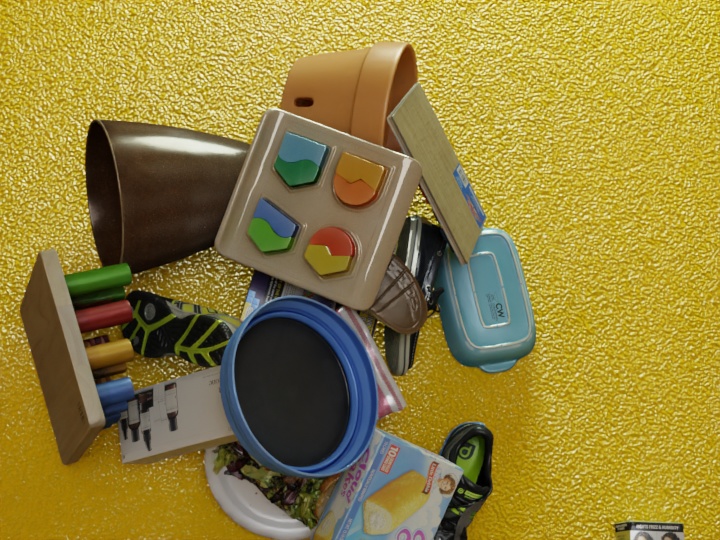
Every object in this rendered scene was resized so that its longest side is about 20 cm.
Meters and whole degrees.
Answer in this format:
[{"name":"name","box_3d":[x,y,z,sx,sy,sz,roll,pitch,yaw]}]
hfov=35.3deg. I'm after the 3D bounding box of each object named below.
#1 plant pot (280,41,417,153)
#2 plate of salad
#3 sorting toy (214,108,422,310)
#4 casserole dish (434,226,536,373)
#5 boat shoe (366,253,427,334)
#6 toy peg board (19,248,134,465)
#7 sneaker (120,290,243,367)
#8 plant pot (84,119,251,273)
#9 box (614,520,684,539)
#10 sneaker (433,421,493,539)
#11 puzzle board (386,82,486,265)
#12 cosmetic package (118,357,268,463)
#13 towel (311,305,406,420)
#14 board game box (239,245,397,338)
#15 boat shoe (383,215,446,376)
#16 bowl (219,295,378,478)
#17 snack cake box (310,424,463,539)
[{"name":"plant pot","box_3d":[-0.016,-0.190,1.414,0.139,0.200,0.201,8,72,13]},{"name":"plate of salad","box_3d":[-0.081,0.222,1.309,0.199,0.048,0.201,-1,101,-3]},{"name":"sorting toy","box_3d":[-0.050,-0.072,1.304,0.199,0.036,0.186,21,91,8]},{"name":"casserole dish","box_3d":[0.159,0.029,1.442,0.121,0.039,0.201,-9,76,-10]},{"name":"boat shoe","box_3d":[0.000,0.000,1.356,0.071,0.065,0.200,-42,84,-18]},{"name":"toy peg board","box_3d":[-0.303,0.094,1.284,0.098,0.200,0.200,-13,75,-27]},{"name":"sneaker","box_3d":[-0.205,0.074,1.337,0.200,0.076,0.076,18,96,36]},{"name":"plant pot","box_3d":[-0.213,-0.094,1.368,0.199,0.187,0.188,-7,74,-25]},{"name":"box","box_3d":[0.348,0.403,1.351,0.075,0.050,0.201,5,74,-8]},{"name":"sneaker","box_3d":[0.109,0.271,1.339,0.071,0.083,0.200,22,73,-5]},{"name":"puzzle board","box_3d":[0.095,-0.120,1.391,0.017,0.151,0.200,-21,107,24]},{"name":"cosmetic package","box_3d":[-0.189,0.162,1.287,0.199,0.051,0.083,-19,74,29]},{"name":"towel","box_3d":[-0.062,0.146,1.332,0.200,0.030,0.147,-29,99,3]},{"name":"board game box","box_3d":[-0.058,0.040,1.399,0.165,0.057,0.201,17,72,-5]},{"name":"boat shoe","box_3d":[0.071,0.033,1.405,0.062,0.075,0.201,12,80,-16]},{"name":"bowl","box_3d":[-0.067,0.129,1.240,0.200,0.039,0.201,18,61,-36]},{"name":"snack cake box","box_3d":[0.020,0.291,1.290,0.115,0.067,0.201,26,86,-20]}]
